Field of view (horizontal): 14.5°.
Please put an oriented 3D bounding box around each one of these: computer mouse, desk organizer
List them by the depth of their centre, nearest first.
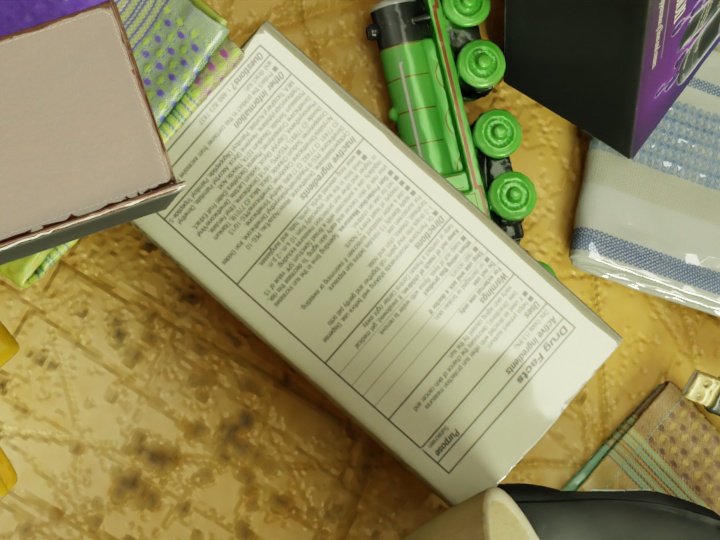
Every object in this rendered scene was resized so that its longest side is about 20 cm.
[{"bbox_3d":[-0.175,-0.032,1.078,0.199,0.072,0.077,-19,89,-11],"label":"desk organizer"},{"bbox_3d":[0.135,0.107,1.251,0.199,0.046,0.141,14,74,-19],"label":"computer mouse"}]

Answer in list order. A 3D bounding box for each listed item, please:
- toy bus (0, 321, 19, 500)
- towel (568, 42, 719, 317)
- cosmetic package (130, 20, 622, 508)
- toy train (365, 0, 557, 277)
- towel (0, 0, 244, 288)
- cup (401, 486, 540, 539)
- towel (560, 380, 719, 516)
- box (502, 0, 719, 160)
[{"bbox_3d":[-0.208,0.014,1.147,0.078,0.065,0.200,-41,95,-25],"label":"toy bus"},{"bbox_3d":[0.179,-0.072,1.338,0.146,0.024,0.201,17,72,-15],"label":"towel"},{"bbox_3d":[0.000,0.000,1.196,0.200,0.087,0.103,43,87,-2],"label":"cosmetic package"},{"bbox_3d":[0.047,-0.037,1.272,0.056,0.042,0.201,-12,84,-12],"label":"toy train"},{"bbox_3d":[-0.163,-0.105,1.157,0.200,0.023,0.144,42,89,12],"label":"towel"},{"bbox_3d":[0.024,0.205,1.123,0.143,0.200,0.201,-22,88,10],"label":"cup"},{"bbox_3d":[0.123,0.166,1.270,0.147,0.022,0.200,48,65,-8],"label":"towel"},{"bbox_3d":[0.131,-0.155,1.225,0.079,0.200,0.141,32,75,13],"label":"box"}]
